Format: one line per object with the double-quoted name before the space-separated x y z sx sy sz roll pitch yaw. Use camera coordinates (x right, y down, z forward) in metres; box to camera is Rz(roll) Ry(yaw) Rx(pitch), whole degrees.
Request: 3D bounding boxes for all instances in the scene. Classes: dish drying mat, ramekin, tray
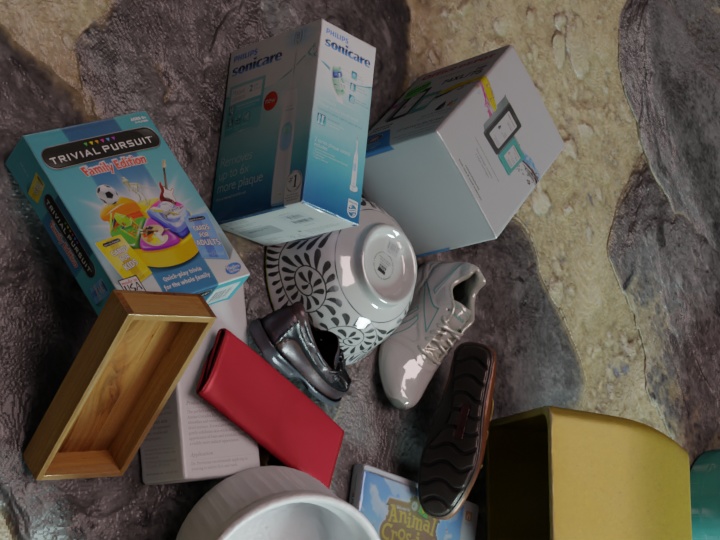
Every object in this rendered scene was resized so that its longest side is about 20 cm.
"dish drying mat" -0.086 0.141 1.539 0.200 0.018 0.077 45 48 -37
"ramekin" -0.085 0.287 1.501 0.199 0.098 0.202 -9 112 -23
"tray" -0.218 0.104 1.399 0.098 0.201 0.037 4 39 -45

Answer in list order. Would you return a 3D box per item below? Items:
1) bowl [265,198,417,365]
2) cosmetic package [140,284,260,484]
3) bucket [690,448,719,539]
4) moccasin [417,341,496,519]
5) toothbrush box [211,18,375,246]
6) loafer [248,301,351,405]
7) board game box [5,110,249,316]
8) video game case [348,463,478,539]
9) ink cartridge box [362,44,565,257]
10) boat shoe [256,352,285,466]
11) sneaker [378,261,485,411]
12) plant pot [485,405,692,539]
"bowl" 0.000 0.000 1.700 0.200 0.094 0.203 10 76 -45
"cosmetic package" -0.164 0.105 1.527 0.101 0.074 0.202 2 79 -46
"bucket" 0.556 0.336 2.177 0.206 0.134 0.209 10 75 -43
"moccasin" 0.111 0.183 1.767 0.078 0.073 0.203 58 39 -68
"toothbrush box" -0.070 -0.141 1.618 0.085 0.146 0.202 22 68 -41
"loafer" -0.045 0.086 1.608 0.072 0.063 0.200 58 9 28
"board game box" -0.217 -0.048 1.460 0.150 0.047 0.201 -19 70 -46
"video game case" 0.054 0.329 1.742 0.199 0.022 0.184 25 65 -40
"ink cartridge box" 0.112 -0.136 1.800 0.147 0.146 0.200 59 45 -19
"boat shoe" -0.091 0.176 1.590 0.072 0.068 0.202 -14 92 -46
"sneaker" 0.082 0.068 1.782 0.070 0.080 0.201 43 56 -33
"plant pot" 0.272 0.266 1.803 0.198 0.195 0.196 3 78 -16
